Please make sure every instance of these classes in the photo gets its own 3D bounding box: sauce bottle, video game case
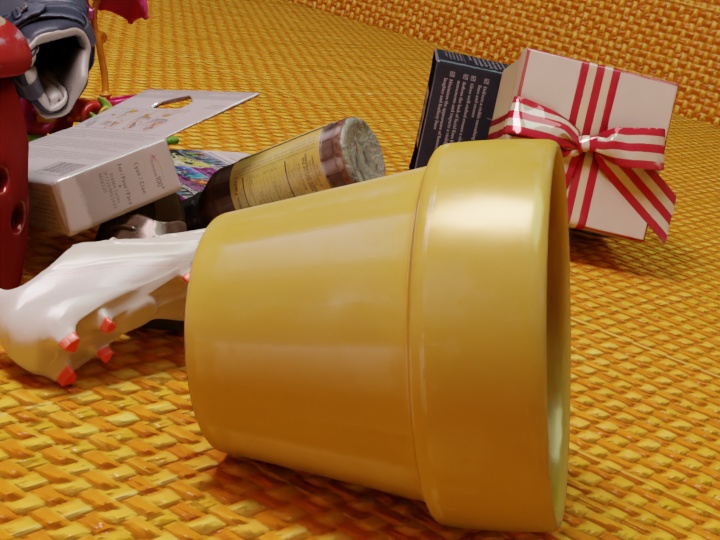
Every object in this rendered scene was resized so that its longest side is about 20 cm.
[{"bbox_3d":[-0.074,-0.059,0.991,0.198,0.066,0.064,-17,-2,34],"label":"sauce bottle"},{"bbox_3d":[-0.116,-0.068,1.182,0.179,0.036,0.199,-2,21,-40],"label":"video game case"}]

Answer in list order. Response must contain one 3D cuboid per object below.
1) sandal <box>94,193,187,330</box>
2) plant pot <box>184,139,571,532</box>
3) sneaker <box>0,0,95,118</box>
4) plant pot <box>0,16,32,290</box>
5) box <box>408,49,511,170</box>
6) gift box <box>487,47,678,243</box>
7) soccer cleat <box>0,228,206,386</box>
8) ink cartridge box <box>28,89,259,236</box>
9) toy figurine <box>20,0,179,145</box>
[{"bbox_3d":[-0.156,-0.021,0.920,0.079,0.058,0.202,5,32,-16],"label":"sandal"},{"bbox_3d":[0.015,0.035,0.687,0.186,0.204,0.201,-1,13,13],"label":"plant pot"},{"bbox_3d":[-0.316,-0.170,1.084,0.200,0.077,0.147,-29,43,-1],"label":"sneaker"},{"bbox_3d":[-0.308,-0.086,0.840,0.197,0.185,0.201,13,14,-3],"label":"plant pot"},{"bbox_3d":[0.167,-0.162,1.514,0.197,0.151,0.107,12,16,-1],"label":"box"},{"bbox_3d":[0.224,-0.111,1.339,0.181,0.203,0.187,8,1,-3],"label":"gift box"},{"bbox_3d":[-0.140,0.004,0.805,0.077,0.070,0.199,39,40,24],"label":"soccer cleat"},{"bbox_3d":[-0.188,-0.087,0.987,0.175,0.045,0.199,-27,21,-28],"label":"ink cartridge box"},{"bbox_3d":[-0.269,-0.210,1.225,0.149,0.187,0.199,5,10,40],"label":"toy figurine"}]
